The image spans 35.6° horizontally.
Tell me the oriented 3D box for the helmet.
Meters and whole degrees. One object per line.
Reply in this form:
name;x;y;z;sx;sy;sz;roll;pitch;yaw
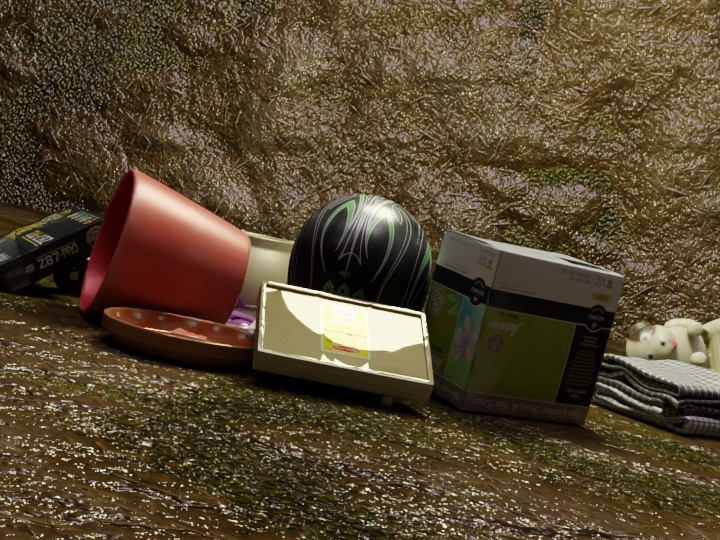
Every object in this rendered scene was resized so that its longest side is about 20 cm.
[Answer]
helmet;0.000;0.000;1.404;0.197;0.193;0.200;15;-3;1

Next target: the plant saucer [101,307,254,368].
plant saucer;-0.201;0.080;1.298;0.198;0.033;0.200;13;4;-1

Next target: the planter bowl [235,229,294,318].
planter bowl;-0.174;0.008;1.796;0.197;0.137;0.200;11;2;0

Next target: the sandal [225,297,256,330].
sandal;-0.165;0.065;1.560;0.081;0.050;0.202;11;3;-15

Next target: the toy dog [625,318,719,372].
toy dog;0.609;0.156;2.205;0.198;0.142;0.193;10;-10;-36

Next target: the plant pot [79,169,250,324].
plant pot;-0.250;-0.011;1.464;0.176;0.203;0.200;20;0;-21

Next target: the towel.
towel;0.449;0.175;1.619;0.164;0.087;0.199;9;4;-32

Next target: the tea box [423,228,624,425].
tea box;0.192;0.071;1.390;0.198;0.199;0.133;11;6;-30

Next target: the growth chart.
growth chart;-0.045;0.102;1.297;0.198;0.018;0.145;24;3;8

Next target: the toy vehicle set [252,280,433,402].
toy vehicle set;-0.019;0.077;1.249;0.197;0.027;0.125;12;36;-10

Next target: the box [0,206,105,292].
box;-0.452;-0.034;1.601;0.160;0.050;0.199;-28;20;-21

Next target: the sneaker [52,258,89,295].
sneaker;-0.347;0.013;1.653;0.197;0.067;0.091;9;5;-6
